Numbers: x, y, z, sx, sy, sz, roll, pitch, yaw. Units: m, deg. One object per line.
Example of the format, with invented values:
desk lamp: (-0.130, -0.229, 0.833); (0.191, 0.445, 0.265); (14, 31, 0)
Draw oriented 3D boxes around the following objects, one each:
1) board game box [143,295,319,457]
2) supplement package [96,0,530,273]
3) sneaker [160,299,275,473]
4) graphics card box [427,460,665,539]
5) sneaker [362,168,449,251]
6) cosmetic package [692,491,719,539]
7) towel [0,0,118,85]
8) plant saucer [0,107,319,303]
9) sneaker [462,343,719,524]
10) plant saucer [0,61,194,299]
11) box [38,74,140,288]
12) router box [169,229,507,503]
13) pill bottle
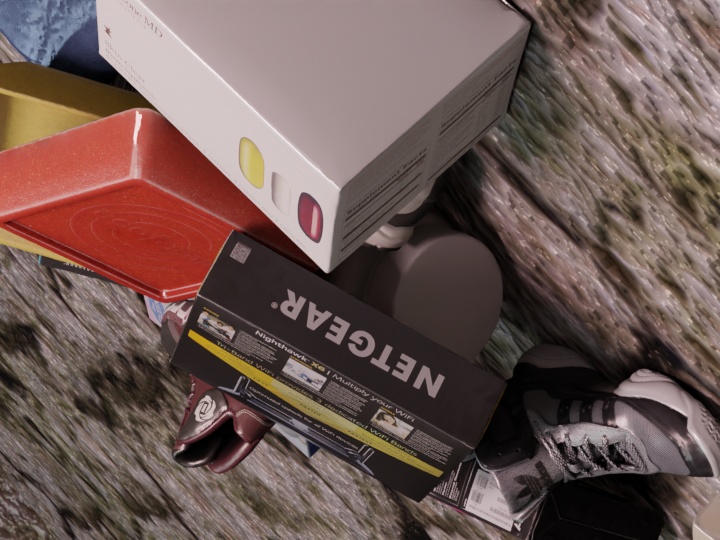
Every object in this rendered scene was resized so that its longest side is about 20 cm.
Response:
board game box: (-0.103, 0.029, 1.655); (0.199, 0.043, 0.201); (38, 156, 25)
supplement package: (-0.031, -0.133, 1.195); (0.200, 0.156, 0.111); (43, 159, 14)
sneaker: (-0.119, 0.090, 1.553); (0.076, 0.116, 0.200); (39, 164, -26)
graphics card box: (0.110, 0.160, 1.511); (0.125, 0.051, 0.199); (21, 177, -37)
sneaker: (-0.012, -0.111, 1.340); (0.079, 0.074, 0.201); (-44, 73, 28)
cosmetic package: (0.265, 0.194, 1.261); (0.087, 0.103, 0.201); (37, 158, 30)
towel: (-0.163, -0.207, 1.368); (0.112, 0.048, 0.200); (49, 127, 4)
plant saucer: (-0.132, -0.031, 1.347); (0.199, 0.037, 0.199); (-13, 150, 43)
sneaker: (0.145, 0.119, 1.350); (0.199, 0.114, 0.076); (19, 145, 53)
plant saucer: (-0.177, -0.068, 1.427); (0.198, 0.049, 0.200); (16, 150, -5)
box: (-0.183, -0.071, 1.519); (0.082, 0.049, 0.201); (15, 141, -3)
router box: (-0.019, 0.066, 1.347); (0.199, 0.052, 0.157); (30, 158, -2)
pill bottle: (0.000, 0.000, 1.433); (0.199, 0.114, 0.115); (21, 147, 51)
